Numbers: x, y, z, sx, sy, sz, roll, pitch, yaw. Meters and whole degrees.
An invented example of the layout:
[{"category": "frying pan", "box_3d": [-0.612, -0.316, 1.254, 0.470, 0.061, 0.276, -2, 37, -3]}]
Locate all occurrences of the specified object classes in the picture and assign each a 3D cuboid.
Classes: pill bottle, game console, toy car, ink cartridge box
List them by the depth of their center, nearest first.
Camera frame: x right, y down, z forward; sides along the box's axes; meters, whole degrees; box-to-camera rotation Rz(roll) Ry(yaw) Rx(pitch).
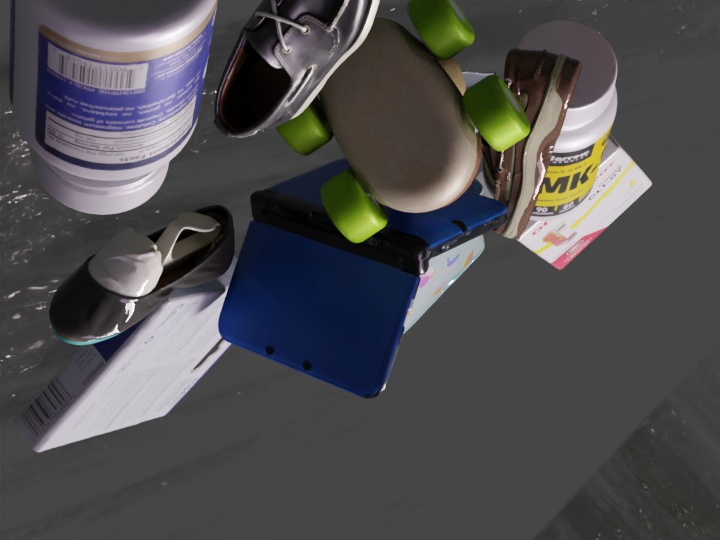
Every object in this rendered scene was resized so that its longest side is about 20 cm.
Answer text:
[{"category": "pill bottle", "box_3d": [-0.152, -0.126, 1.102, 0.119, 0.120, 0.200, -30, 159, -26]}, {"category": "toy car", "box_3d": [0.047, -0.125, 1.463, 0.164, 0.158, 0.200, -32, 175, 15]}, {"category": "game console", "box_3d": [0.000, 0.000, 1.507, 0.170, 0.199, 0.119, -24, 121, -39]}, {"category": "ink cartridge box", "box_3d": [-0.181, 0.068, 1.594, 0.196, 0.043, 0.200, -47, 165, 23]}, {"category": "pill bottle", "box_3d": [0.178, -0.139, 1.703, 0.114, 0.114, 0.200, -34, 160, -16]}, {"category": "ink cartridge box", "box_3d": [0.215, -0.090, 1.927, 0.145, 0.084, 0.200, -43, 161, 8]}]

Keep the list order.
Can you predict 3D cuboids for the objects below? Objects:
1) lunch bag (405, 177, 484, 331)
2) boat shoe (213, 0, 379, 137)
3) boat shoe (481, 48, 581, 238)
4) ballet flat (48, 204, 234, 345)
[{"category": "lunch bag", "box_3d": [0.012, -0.013, 1.663, 0.200, 0.122, 0.170, -43, 162, -9]}, {"category": "boat shoe", "box_3d": [-0.045, -0.169, 1.281, 0.067, 0.072, 0.200, -26, 159, -45]}, {"category": "boat shoe", "box_3d": [0.133, -0.115, 1.590, 0.075, 0.074, 0.203, -67, 174, -46]}, {"category": "ballet flat", "box_3d": [-0.168, -0.008, 1.432, 0.200, 0.068, 0.069, -33, 153, -51]}]
